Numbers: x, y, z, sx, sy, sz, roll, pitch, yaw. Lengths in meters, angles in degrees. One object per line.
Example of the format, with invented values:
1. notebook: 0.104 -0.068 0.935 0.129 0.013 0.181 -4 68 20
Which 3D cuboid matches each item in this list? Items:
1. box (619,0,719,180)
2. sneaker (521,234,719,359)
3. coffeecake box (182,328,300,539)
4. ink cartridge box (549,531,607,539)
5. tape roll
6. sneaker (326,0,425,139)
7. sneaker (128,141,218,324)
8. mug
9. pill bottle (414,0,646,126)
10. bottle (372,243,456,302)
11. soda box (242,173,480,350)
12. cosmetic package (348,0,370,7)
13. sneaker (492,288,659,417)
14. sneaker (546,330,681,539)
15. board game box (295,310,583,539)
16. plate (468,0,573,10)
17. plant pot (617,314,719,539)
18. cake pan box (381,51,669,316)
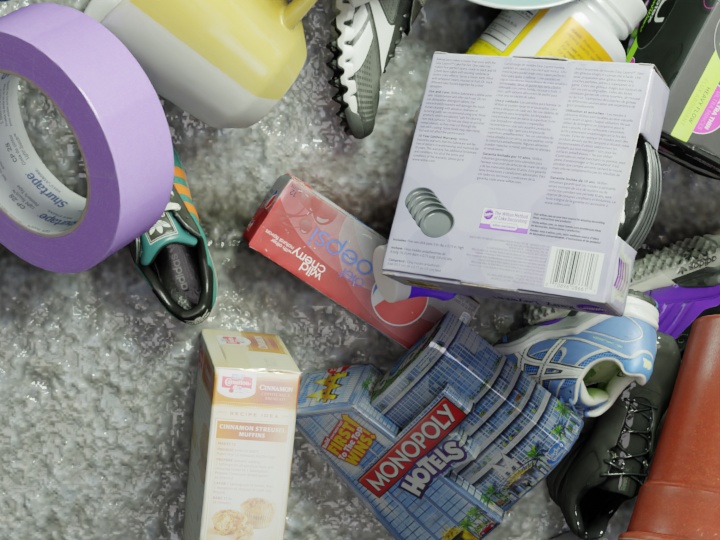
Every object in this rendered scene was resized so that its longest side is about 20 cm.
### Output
1. box: 0.290 -0.161 1.353 0.123 0.200 0.150 25 95 -12
2. sneaker: 0.243 0.044 1.446 0.198 0.070 0.101 -17 107 -4
3. coffeecake box: -0.102 0.163 1.367 0.072 0.154 0.203 4 99 -10
4. ink cartridge box: 0.143 0.322 1.474 0.198 0.067 0.117 -22 102 -5
5. tape roll: -0.240 -0.102 1.285 0.066 0.199 0.202 -38 106 -44
6. sneaker: 0.017 -0.211 1.371 0.089 0.066 0.203 -3 97 -6
7. sneaker: -0.167 -0.050 1.360 0.071 0.080 0.202 -25 102 -4
8. mug: -0.116 -0.195 1.304 0.153 0.186 0.150 40 69 -21
9. pill bottle: 0.145 -0.165 1.377 0.109 0.109 0.200 41 91 -12
10. bottle: 0.108 -0.019 1.364 0.198 0.084 0.066 -14 66 -22
11. soda box: 0.000 0.000 1.403 0.199 0.063 0.070 34 92 -12
12. cosmetic package: -0.015 -0.324 1.289 0.084 0.108 0.201 -25 72 -3
13. sneaker: 0.167 0.088 1.395 0.075 0.078 0.199 27 136 -30
14. sneaker: 0.228 0.146 1.425 0.075 0.091 0.202 14 115 -11
15. board game box: 0.048 0.136 1.391 0.199 0.062 0.200 37 127 -7
16. plate: 0.128 -0.288 1.351 0.197 0.026 0.202 0 61 1
17. plant pot: 0.329 0.149 1.360 0.199 0.201 0.198 16 79 -11
18. cake pan box: 0.128 -0.069 1.256 0.198 0.052 0.186 6 79 29
